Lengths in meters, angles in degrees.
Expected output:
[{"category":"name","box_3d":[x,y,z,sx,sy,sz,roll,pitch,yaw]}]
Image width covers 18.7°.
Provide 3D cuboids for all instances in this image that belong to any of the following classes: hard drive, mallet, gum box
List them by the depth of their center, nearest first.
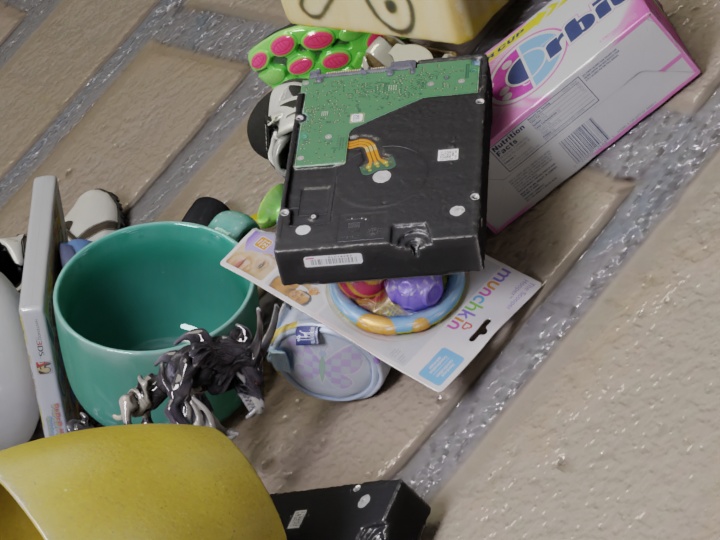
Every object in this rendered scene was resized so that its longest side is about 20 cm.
[{"category":"hard drive","box_3d":[-0.056,0.208,1.405,0.199,0.038,0.140,-13,42,45]},{"category":"hard drive","box_3d":[0.019,-0.070,1.495,0.139,0.038,0.201,-5,42,9]},{"category":"gum box","box_3d":[0.136,-0.126,1.578,0.200,0.066,0.114,-38,29,14]},{"category":"mallet","box_3d":[-0.074,-0.051,1.809,0.199,0.041,0.066,-20,34,32]}]

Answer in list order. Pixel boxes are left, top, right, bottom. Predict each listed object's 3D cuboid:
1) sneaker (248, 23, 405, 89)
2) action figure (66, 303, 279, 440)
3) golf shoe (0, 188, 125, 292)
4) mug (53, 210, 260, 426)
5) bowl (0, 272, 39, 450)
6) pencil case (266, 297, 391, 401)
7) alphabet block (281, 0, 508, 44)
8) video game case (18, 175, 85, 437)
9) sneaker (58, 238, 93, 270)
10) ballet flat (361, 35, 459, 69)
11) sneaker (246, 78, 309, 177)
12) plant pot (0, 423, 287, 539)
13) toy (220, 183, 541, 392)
[{"category":"sneaker","box_3d":[-0.005,-0.217,1.905,0.199,0.077,0.084,-26,26,14]},{"category":"action figure","box_3d":[-0.124,0.106,1.511,0.199,0.102,0.119,-33,0,18]},{"category":"golf shoe","box_3d":[-0.282,-0.016,1.980,0.078,0.094,0.201,-22,33,39]},{"category":"mug","box_3d":[-0.135,0.049,1.652,0.184,0.115,0.152,-19,42,-18]},{"category":"bowl","box_3d":[-0.313,0.074,1.850,0.090,0.202,0.201,-12,19,-21]},{"category":"pencil case","box_3d":[0.000,0.000,1.577,0.090,0.083,0.201,-3,45,29]},{"category":"alphabet block","box_3d":[0.035,-0.323,1.757,0.195,0.201,0.196,13,46,36]},{"category":"video game case","box_3d":[-0.245,0.051,1.765,0.023,0.183,0.200,-6,33,0]},{"category":"sneaker","box_3d":[-0.198,0.009,1.781,0.082,0.074,0.200,-5,1,4]},{"category":"ballet flat","box_3d":[0.041,-0.162,1.762,0.071,0.065,0.200,-51,27,-10]},{"category":"sneaker","box_3d":[-0.051,-0.110,1.783,0.088,0.074,0.200,-30,17,-30]},{"category":"plant pot","box_3d":[-0.129,0.171,1.325,0.142,0.201,0.200,-29,21,-22]},{"category":"toy","box_3d":[0.010,-0.009,1.491,0.199,0.047,0.115,28,59,31]}]
